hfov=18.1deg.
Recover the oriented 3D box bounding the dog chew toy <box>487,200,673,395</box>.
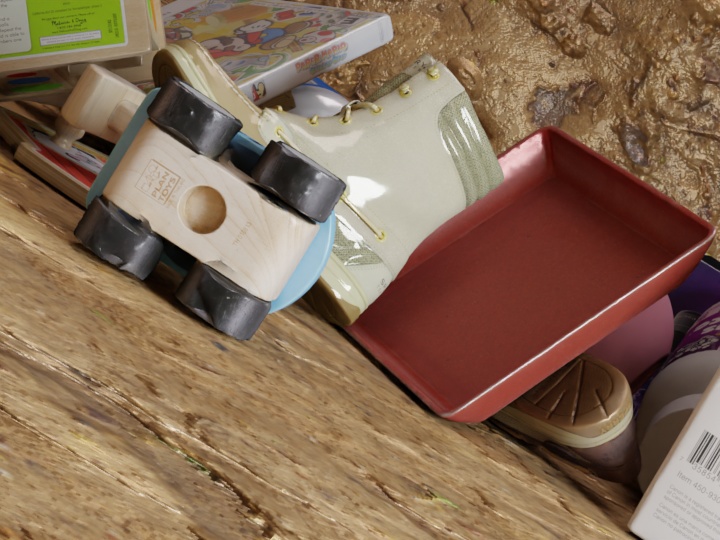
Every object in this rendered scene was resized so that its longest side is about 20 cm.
[{"bbox_3d":[0.114,0.005,1.499,0.200,0.125,0.124,48,11,12],"label":"dog chew toy"}]

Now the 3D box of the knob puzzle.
[{"bbox_3d":[-0.122,-0.043,1.371,0.219,0.031,0.220,30,7,-4],"label":"knob puzzle"}]

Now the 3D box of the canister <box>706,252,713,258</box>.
[{"bbox_3d":[0.183,0.024,1.671,0.086,0.149,0.200,31,5,29],"label":"canister"}]

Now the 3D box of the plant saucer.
[{"bbox_3d":[0.091,0.006,1.376,0.200,0.199,0.037,40,-21,55],"label":"plant saucer"}]

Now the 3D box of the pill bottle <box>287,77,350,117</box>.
[{"bbox_3d":[-0.052,-0.085,1.610,0.112,0.113,0.200,26,9,-27],"label":"pill bottle"}]

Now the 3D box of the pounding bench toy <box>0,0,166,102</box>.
[{"bbox_3d":[-0.228,-0.173,1.398,0.199,0.125,0.156,-8,-2,-1],"label":"pounding bench toy"}]

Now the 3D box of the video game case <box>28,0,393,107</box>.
[{"bbox_3d":[-0.109,-0.146,1.534,0.199,0.023,0.182,14,34,44],"label":"video game case"}]

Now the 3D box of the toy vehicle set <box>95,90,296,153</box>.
[{"bbox_3d":[-0.134,-0.129,1.588,0.200,0.124,0.027,-136,-155,-62],"label":"toy vehicle set"}]

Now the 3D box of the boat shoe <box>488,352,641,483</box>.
[{"bbox_3d":[0.102,0.075,1.375,0.200,0.072,0.072,26,-29,52],"label":"boat shoe"}]

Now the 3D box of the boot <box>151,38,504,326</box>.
[{"bbox_3d":[-0.018,-0.089,1.373,0.200,0.155,0.072,52,-18,-9],"label":"boot"}]

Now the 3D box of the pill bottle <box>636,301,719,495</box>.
[{"bbox_3d":[0.239,0.093,1.444,0.112,0.113,0.200,31,25,9],"label":"pill bottle"}]

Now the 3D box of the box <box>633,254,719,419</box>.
[{"bbox_3d":[0.284,0.098,1.587,0.199,0.142,0.079,32,11,20],"label":"box"}]

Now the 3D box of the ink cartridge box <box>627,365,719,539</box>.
[{"bbox_3d":[0.267,0.099,1.266,0.146,0.201,0.083,33,7,24],"label":"ink cartridge box"}]

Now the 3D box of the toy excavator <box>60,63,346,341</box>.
[{"bbox_3d":[-0.098,-0.050,1.253,0.194,0.100,0.200,32,4,6],"label":"toy excavator"}]
